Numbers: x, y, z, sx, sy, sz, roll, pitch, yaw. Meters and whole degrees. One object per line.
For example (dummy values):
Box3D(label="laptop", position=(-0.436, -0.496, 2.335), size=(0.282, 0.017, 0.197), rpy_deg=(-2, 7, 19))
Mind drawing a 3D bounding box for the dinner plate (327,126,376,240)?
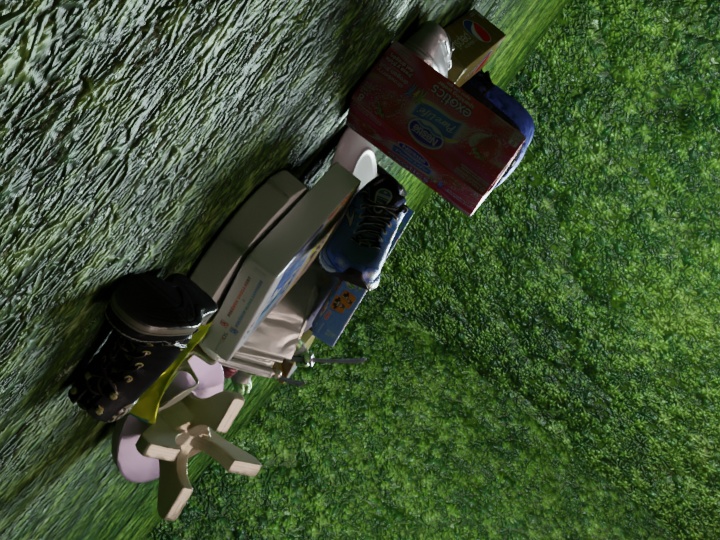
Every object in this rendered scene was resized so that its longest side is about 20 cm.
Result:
Box3D(label="dinner plate", position=(-0.009, -0.098, 1.600), size=(0.200, 0.024, 0.202), rpy_deg=(12, 90, -74))

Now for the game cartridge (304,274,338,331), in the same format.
Box3D(label="game cartridge", position=(-0.069, -0.005, 1.713), size=(0.200, 0.133, 0.042), rpy_deg=(-50, 145, -12))

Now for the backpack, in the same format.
Box3D(label="backpack", position=(0.174, -0.234, 1.887), size=(0.163, 0.200, 0.168), rpy_deg=(-54, 175, 32))

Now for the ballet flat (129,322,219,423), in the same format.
Box3D(label="ballet flat", position=(-0.212, 0.105, 1.461), size=(0.200, 0.067, 0.067), rpy_deg=(-50, 175, -28))

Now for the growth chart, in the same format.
Box3D(label="growth chart", position=(-0.121, 0.049, 1.610), size=(0.018, 0.144, 0.201), rpy_deg=(25, -93, 58))

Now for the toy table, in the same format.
Box3D(label="toy table", position=(-0.222, 0.209, 1.516), size=(0.183, 0.117, 0.201), rpy_deg=(6, 115, -39))

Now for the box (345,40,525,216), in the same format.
Box3D(label="box", position=(0.088, -0.169, 1.450), size=(0.096, 0.199, 0.100), rpy_deg=(-52, 177, -12))

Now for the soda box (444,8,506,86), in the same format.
Box3D(label="soda box", position=(0.142, -0.315, 1.742), size=(0.064, 0.068, 0.200), rpy_deg=(-53, 176, 34))

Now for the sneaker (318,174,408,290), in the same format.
Box3D(label="sneaker", position=(0.007, -0.053, 1.405), size=(0.201, 0.078, 0.090), rpy_deg=(-76, -171, -57))

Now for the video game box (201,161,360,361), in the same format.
Box3D(label="video game box", position=(-0.093, -0.010, 1.410), size=(0.200, 0.047, 0.182), rpy_deg=(-51, 179, -42))

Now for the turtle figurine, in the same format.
Box3D(label="turtle figurine", position=(-0.138, 0.143, 1.786), size=(0.194, 0.200, 0.144), rpy_deg=(-40, -172, 35))

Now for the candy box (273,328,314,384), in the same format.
Box3D(label="candy box", position=(-0.139, 0.103, 1.946), size=(0.055, 0.115, 0.200), rpy_deg=(-48, 175, -23))

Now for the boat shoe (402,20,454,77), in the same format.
Box3D(label="boat shoe", position=(0.091, -0.278, 1.548), size=(0.069, 0.072, 0.200), rpy_deg=(-52, 167, 4))

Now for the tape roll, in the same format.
Box3D(label="tape roll", position=(-0.133, -0.027, 1.386), size=(0.203, 0.037, 0.203), rpy_deg=(-52, 176, -5))

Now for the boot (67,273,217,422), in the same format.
Box3D(label="boot", position=(-0.218, 0.080, 1.128), size=(0.154, 0.073, 0.204), rpy_deg=(-49, 175, 8))

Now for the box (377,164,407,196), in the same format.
Box3D(label="box", position=(-0.020, -0.076, 1.906), size=(0.200, 0.086, 0.164), rpy_deg=(-52, 176, 3))

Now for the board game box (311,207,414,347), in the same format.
Box3D(label="board game box", position=(0.000, 0.000, 1.584), size=(0.201, 0.036, 0.151), rpy_deg=(-58, -176, 1))
